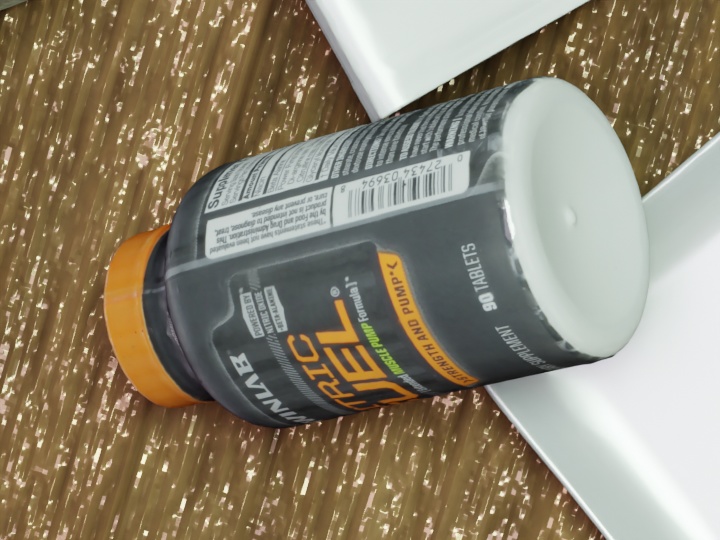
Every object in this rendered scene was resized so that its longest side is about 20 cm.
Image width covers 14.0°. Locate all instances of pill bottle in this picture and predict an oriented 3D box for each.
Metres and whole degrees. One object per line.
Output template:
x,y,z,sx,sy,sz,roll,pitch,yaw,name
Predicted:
0.000,0.000,1.102,0.199,0.106,0.107,-14,86,32,pill bottle

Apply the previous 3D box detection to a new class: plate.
0.174,0.045,1.106,0.199,0.032,0.200,-40,81,12,plate

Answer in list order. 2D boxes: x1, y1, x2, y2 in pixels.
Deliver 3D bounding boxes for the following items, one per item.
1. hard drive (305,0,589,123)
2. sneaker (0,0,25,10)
0.013,-0.176,1.114,0.132,0.026,0.201,-30,91,-11,hard drive
-0.114,-0.184,1.157,0.199,0.077,0.112,-29,89,9,sneaker
